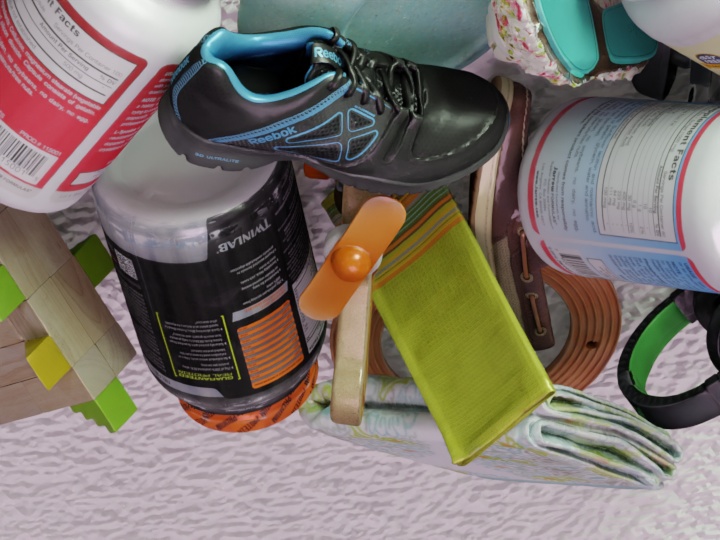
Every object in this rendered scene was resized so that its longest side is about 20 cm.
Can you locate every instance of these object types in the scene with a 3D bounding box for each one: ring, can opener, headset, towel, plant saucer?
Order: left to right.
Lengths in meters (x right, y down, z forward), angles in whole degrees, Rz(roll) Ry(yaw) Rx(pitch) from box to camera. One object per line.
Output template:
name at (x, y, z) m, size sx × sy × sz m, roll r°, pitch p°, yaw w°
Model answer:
plant saucer at (0.030, -0.153, 1.296) m, size 0.200 × 0.039 × 0.201 m, roll -18°, pitch 150°, yaw -10°
towel at (0.045, 0.014, 1.406) m, size 0.018 × 0.201 × 0.086 m, roll 6°, pitch 140°, yaw -49°
ring at (0.077, 0.039, 1.554) m, size 0.199 × 0.019 × 0.201 m, roll -4°, pitch 136°, yaw -3°
towel at (0.086, 0.102, 1.487) m, size 0.199 × 0.049 × 0.171 m, roll -1°, pitch 164°, yaw 40°
can opener at (0.198, -0.095, 1.424) m, size 0.066 × 0.053 × 0.201 m, roll 20°, pitch 139°, yaw 20°
headset at (0.264, 0.038, 1.501) m, size 0.199 × 0.124 × 0.094 m, roll -35°, pitch 115°, yaw 14°

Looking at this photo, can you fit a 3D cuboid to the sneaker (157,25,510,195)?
sneaker at (-0.007, -0.091, 1.253) m, size 0.198 × 0.074 × 0.082 m, roll -1°, pitch 152°, yaw -18°

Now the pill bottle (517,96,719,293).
pill bottle at (0.195, -0.043, 1.325) m, size 0.199 × 0.109 × 0.109 m, roll 8°, pitch 154°, yaw 48°

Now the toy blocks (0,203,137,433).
toy blocks at (-0.236, 0.018, 1.430) m, size 0.136 × 0.100 × 0.201 m, roll -15°, pitch 113°, yaw 41°

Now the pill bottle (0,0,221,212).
pill bottle at (-0.150, -0.134, 1.286) m, size 0.112 × 0.113 × 0.200 m, roll 26°, pitch 126°, yaw -29°

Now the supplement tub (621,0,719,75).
supplement tub at (0.233, -0.172, 1.271) m, size 0.199 × 0.146 × 0.145 m, roll 25°, pitch 127°, yaw -28°

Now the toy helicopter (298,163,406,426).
toy helicopter at (0.000, 0.000, 1.366) m, size 0.078 × 0.132 × 0.202 m, roll 4°, pitch 107°, yaw 1°

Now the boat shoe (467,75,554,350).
boat shoe at (0.103, -0.031, 1.433) m, size 0.071 × 0.072 × 0.201 m, roll 2°, pitch 122°, yaw 1°

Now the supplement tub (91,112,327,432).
supplement tub at (-0.088, 0.000, 1.421) m, size 0.122 × 0.123 × 0.201 m, roll -9°, pitch 135°, yaw 2°

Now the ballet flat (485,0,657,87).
ballet flat at (0.108, -0.133, 1.282) m, size 0.064 × 0.076 × 0.200 m, roll -7°, pitch 174°, yaw 26°
